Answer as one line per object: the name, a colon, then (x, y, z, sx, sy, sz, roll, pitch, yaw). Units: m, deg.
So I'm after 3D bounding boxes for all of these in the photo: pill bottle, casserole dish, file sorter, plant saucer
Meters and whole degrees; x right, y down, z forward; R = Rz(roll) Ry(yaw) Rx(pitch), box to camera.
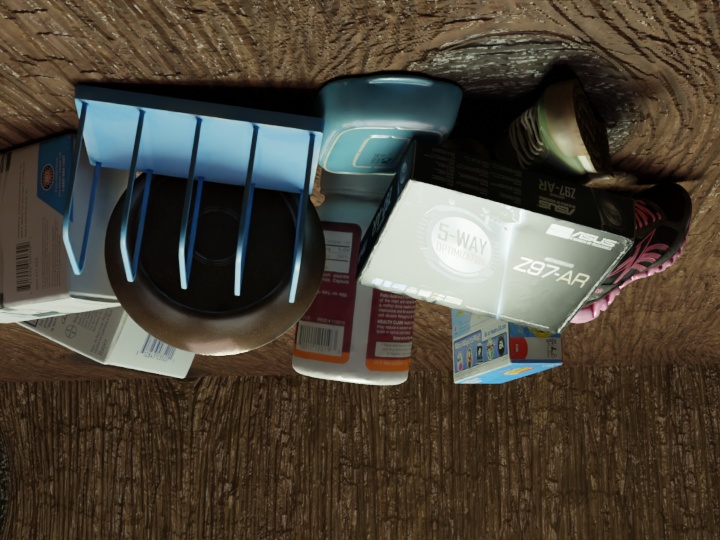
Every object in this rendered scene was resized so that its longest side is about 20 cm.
pill bottle: (0.000, 0.000, 1.240, 0.112, 0.203, 0.114, 7, -179, 0)
casserole dish: (0.017, -0.116, 1.104, 0.119, 0.039, 0.200, 2, 170, -9)
file sorter: (-0.138, -0.056, 1.083, 0.197, 0.124, 0.139, 8, 161, -4)
plant saucer: (-0.128, -0.025, 1.163, 0.197, 0.203, 0.032, 1, 157, -6)

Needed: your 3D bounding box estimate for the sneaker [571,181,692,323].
sneaker: (0.263, -0.034, 1.306, 0.079, 0.199, 0.096, 38, 153, 28)

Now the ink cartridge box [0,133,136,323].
ink cartridge box: (-0.304, -0.034, 1.233, 0.198, 0.149, 0.085, -9, 169, 40)

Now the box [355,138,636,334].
box: (0.111, -0.024, 1.121, 0.197, 0.044, 0.161, 15, 145, -11)

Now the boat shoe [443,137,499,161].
boat shoe: (0.103, -0.084, 1.236, 0.071, 0.073, 0.200, -19, 170, -16)

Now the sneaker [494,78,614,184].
sneaker: (0.153, -0.103, 1.091, 0.089, 0.068, 0.200, -9, 171, 18)

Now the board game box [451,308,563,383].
board game box: (0.145, 0.008, 1.348, 0.055, 0.199, 0.200, 1, 170, -12)

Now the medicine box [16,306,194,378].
medicine box: (-0.314, 0.041, 1.585, 0.198, 0.104, 0.182, 22, 180, 24)
